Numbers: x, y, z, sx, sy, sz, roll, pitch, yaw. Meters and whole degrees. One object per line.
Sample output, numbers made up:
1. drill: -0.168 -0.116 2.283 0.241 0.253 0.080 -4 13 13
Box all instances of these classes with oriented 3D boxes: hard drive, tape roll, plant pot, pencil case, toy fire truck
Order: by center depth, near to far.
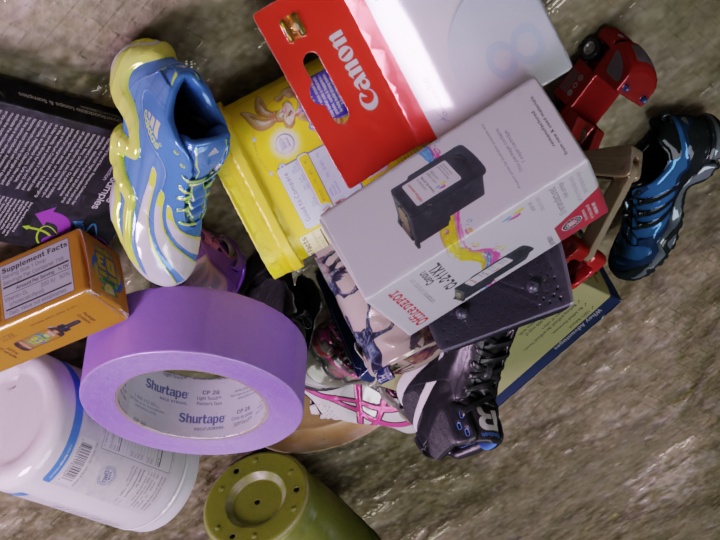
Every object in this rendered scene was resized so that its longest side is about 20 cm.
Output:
1. hard drive: 0.101 -0.038 1.206 0.133 0.202 0.042 -21 157 12
2. pencil case: 0.000 0.000 1.237 0.089 0.202 0.078 -31 172 14
3. tape roll: -0.147 0.093 1.246 0.197 0.066 0.201 1 147 1
4. toy fire truck: 0.205 -0.101 1.248 0.048 0.141 0.201 20 115 -44
5. plant pot: -0.031 0.128 1.514 0.198 0.028 0.201 -16 144 -12
6. plant pot: -0.085 0.313 1.592 0.198 0.201 0.194 -25 134 1

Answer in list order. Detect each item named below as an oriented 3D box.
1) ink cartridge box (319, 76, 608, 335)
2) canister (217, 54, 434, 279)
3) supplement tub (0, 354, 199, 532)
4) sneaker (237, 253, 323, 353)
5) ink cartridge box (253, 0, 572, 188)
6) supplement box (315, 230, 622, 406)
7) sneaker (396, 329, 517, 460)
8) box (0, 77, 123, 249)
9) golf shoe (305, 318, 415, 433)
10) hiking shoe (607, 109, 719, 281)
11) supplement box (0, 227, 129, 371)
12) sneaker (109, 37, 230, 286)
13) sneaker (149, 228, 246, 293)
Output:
1. ink cartridge box: 0.085 -0.044 1.107 0.199 0.083 0.146 -33 160 7
2. canister: -0.016 -0.104 1.150 0.198 0.087 0.150 -27 107 1
3. supplement tub: -0.264 0.168 1.342 0.131 0.133 0.199 -37 143 17
4. sneaker: -0.089 0.061 1.332 0.059 0.105 0.201 -3 139 -27
5. ink cartridge box: 0.041 -0.177 1.071 0.199 0.047 0.161 -32 107 -5
6. supplement box: 0.105 0.017 1.362 0.200 0.135 0.199 -43 140 24
7. sneaker: 0.113 0.093 1.252 0.072 0.113 0.201 5 134 -34
8. box: -0.265 -0.081 1.116 0.198 0.036 0.143 14 130 -39
9. golf shoe: -0.008 0.121 1.442 0.092 0.073 0.199 -34 133 23
10. hiking shoe: 0.288 -0.078 1.415 0.086 0.075 0.202 7 124 -25
11. supplement box: -0.297 0.037 1.183 0.198 0.070 0.067 -20 152 15
12. sneaker: -0.145 -0.072 1.074 0.075 0.105 0.203 -21 117 -30
13. sneaker: -0.146 -0.010 1.242 0.088 0.081 0.201 -21 150 -12
